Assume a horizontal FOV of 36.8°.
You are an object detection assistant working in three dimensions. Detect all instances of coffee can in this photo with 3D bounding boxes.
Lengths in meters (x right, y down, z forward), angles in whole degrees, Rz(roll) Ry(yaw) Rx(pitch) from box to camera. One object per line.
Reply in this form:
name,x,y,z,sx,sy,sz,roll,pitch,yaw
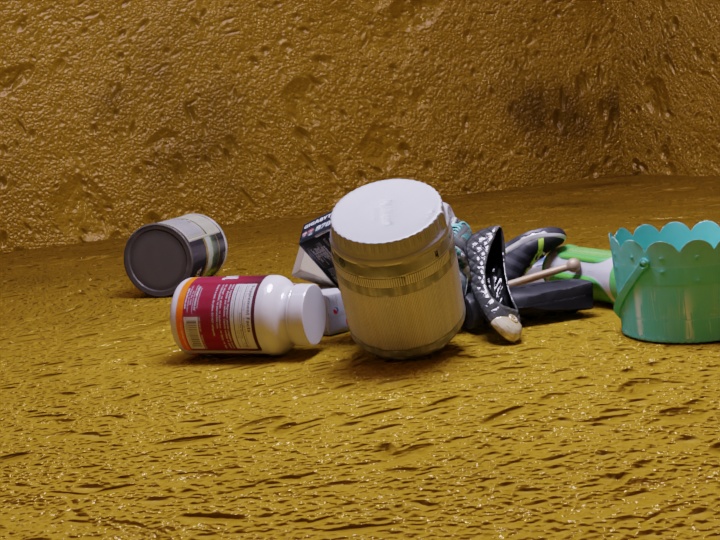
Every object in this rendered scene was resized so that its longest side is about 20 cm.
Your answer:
coffee can,-0.374,-0.035,2.216,0.146,0.147,0.200,-3,8,14

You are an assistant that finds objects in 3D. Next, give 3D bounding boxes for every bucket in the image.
bucket,0.430,0.012,1.433,0.206,0.135,0.207,-4,8,1

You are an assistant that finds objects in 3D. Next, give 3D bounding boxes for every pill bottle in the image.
pill bottle,-0.155,0.063,1.515,0.199,0.113,0.113,-1,9,21

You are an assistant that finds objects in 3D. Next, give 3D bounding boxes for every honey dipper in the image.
honey dipper,0.245,0.019,1.684,0.199,0.038,0.038,-17,5,13

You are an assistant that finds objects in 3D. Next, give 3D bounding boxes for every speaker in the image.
speaker,0.369,0.006,1.695,0.088,0.089,0.200,-8,9,-24

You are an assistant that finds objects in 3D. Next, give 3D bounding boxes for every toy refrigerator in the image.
toy refrigerator,0.000,0.000,1.701,0.199,0.076,0.070,18,-12,-13

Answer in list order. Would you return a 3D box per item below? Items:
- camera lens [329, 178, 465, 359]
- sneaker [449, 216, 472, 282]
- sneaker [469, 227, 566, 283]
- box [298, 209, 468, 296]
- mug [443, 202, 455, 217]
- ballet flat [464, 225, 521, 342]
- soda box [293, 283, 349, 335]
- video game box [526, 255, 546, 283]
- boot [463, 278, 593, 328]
camera lens,0.049,0.003,1.412,0.159,0.200,0.160,-8,36,6
sneaker,0.133,-0.040,1.635,0.077,0.092,0.200,-4,-13,14
sneaker,0.246,0.000,1.744,0.200,0.083,0.072,-24,-16,5
box,0.034,-0.014,1.541,0.159,0.200,0.046,-24,33,29
mug,0.096,-0.042,1.981,0.175,0.148,0.200,-15,-36,15
ballet flat,0.188,0.015,1.507,0.066,0.200,0.057,28,-54,-36
soda box,-0.095,0.057,1.695,0.200,0.064,0.068,2,11,45
video game box,0.244,0.008,1.905,0.200,0.047,0.182,-13,8,-42
boot,0.226,0.037,1.624,0.199,0.066,0.165,-11,18,-18
